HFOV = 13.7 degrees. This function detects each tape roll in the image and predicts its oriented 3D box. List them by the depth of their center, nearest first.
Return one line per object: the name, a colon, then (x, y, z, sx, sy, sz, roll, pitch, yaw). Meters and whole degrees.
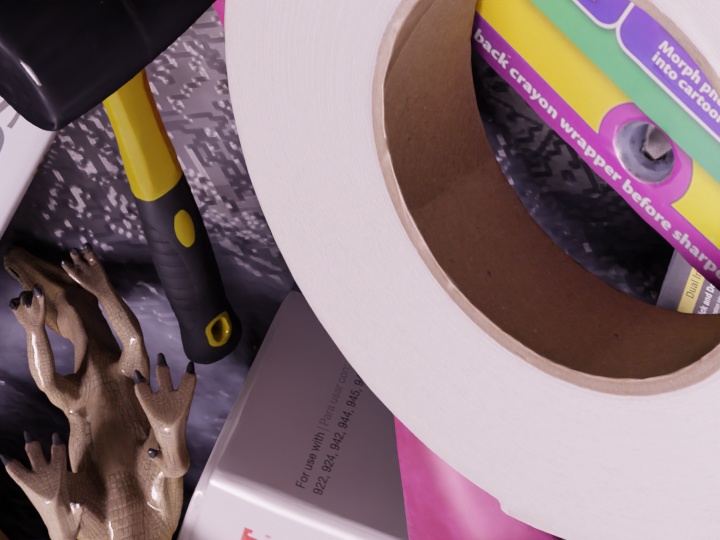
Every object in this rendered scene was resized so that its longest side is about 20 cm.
tape roll: (0.055, -0.028, 0.667, 0.203, 0.037, 0.203, 23, 129, 31)

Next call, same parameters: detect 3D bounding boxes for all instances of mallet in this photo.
mallet: (-0.050, -0.036, 0.818, 0.041, 0.066, 0.200, 40, 170, 26)

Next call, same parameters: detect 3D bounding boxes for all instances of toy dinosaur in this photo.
toy dinosaur: (-0.070, 0.066, 0.889, 0.058, 0.200, 0.101, -12, 153, -1)

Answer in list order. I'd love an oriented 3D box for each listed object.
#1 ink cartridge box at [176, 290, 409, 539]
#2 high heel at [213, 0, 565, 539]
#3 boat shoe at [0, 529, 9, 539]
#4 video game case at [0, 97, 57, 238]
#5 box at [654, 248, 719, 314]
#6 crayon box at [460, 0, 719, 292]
ink cartridge box: (0.042, 0.108, 0.948, 0.200, 0.084, 0.146, 22, 141, 1)
high heel: (0.000, 0.000, 0.816, 0.096, 0.067, 0.200, -36, 100, 25)
boat shoe: (-0.178, 0.094, 1.049, 0.071, 0.069, 0.200, -12, 129, 40)
video game case: (-0.184, -0.058, 0.820, 0.200, 0.045, 0.181, 28, 104, -7)
box: (0.160, 0.020, 0.794, 0.161, 0.049, 0.200, 23, 138, 10)
crayon box: (0.108, -0.078, 0.656, 0.200, 0.058, 0.173, 45, 138, 11)
